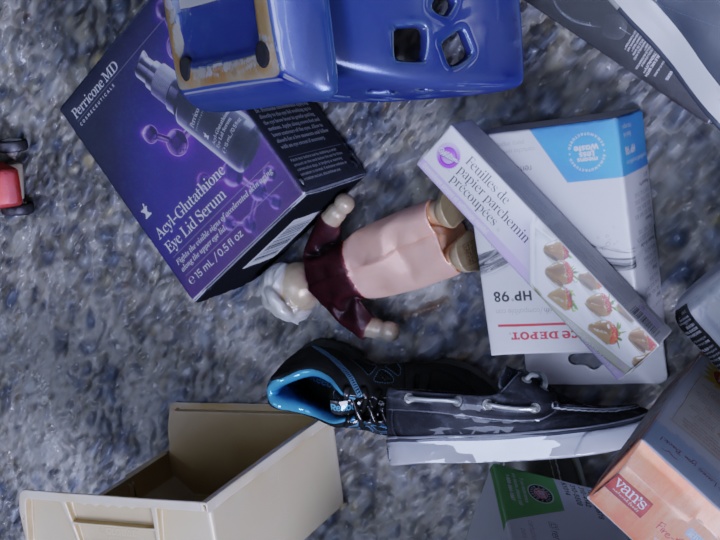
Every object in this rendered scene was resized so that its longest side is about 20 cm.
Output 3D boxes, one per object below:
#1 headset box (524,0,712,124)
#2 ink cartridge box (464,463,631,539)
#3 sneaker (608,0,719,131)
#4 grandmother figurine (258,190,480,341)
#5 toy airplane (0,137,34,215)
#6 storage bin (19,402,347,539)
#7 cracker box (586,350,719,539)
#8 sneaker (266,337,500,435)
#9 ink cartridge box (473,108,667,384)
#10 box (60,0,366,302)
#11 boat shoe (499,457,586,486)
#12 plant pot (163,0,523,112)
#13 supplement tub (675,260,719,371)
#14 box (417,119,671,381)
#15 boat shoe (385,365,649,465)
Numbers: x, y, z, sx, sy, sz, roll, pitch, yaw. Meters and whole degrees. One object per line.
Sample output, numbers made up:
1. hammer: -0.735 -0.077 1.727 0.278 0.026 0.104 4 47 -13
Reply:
1. headset box: 0.206 -0.201 0.713 0.199 0.077 0.149 37 117 15
2. ink cartridge box: 0.178 0.221 0.750 0.198 0.146 0.085 14 111 -7
3. sneaker: 0.240 -0.153 0.618 0.203 0.077 0.146 51 123 9
4. grandmother figurine: 0.000 0.000 0.888 0.199 0.060 0.122 -17 87 33
5. toy airplane: -0.421 -0.082 1.046 0.200 0.141 0.199 49 120 9
6. storage bin: -0.142 0.187 0.927 0.197 0.200 0.095 -2 104 29
7. cracker box: 0.236 0.135 0.708 0.134 0.200 0.058 43 118 13
8. sneaker: 0.019 0.108 0.887 0.198 0.082 0.074 7 106 27
9. ink cartridge box: 0.149 -0.006 0.797 0.115 0.067 0.202 -4 100 29
10. box: -0.119 -0.104 0.898 0.148 0.104 0.200 -42 82 30
11. boat shoe: 0.134 0.212 0.862 0.072 0.060 0.204 2 103 28
12. plant pot: -0.027 -0.204 0.742 0.199 0.179 0.202 7 108 55
13. supplement tub: 0.305 0.060 0.697 0.200 0.122 0.123 48 119 9
14. box: 0.122 -0.016 0.747 0.200 0.041 0.039 48 118 10
15. boat shoe: 0.116 0.102 0.810 0.198 0.072 0.068 -5 83 12
